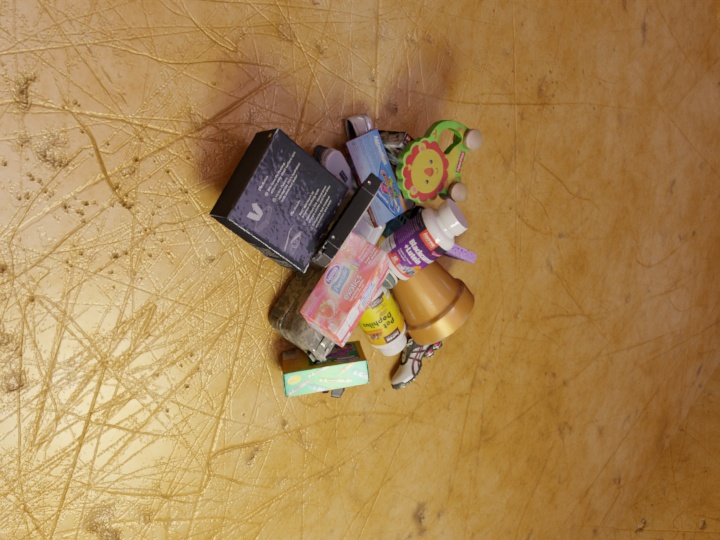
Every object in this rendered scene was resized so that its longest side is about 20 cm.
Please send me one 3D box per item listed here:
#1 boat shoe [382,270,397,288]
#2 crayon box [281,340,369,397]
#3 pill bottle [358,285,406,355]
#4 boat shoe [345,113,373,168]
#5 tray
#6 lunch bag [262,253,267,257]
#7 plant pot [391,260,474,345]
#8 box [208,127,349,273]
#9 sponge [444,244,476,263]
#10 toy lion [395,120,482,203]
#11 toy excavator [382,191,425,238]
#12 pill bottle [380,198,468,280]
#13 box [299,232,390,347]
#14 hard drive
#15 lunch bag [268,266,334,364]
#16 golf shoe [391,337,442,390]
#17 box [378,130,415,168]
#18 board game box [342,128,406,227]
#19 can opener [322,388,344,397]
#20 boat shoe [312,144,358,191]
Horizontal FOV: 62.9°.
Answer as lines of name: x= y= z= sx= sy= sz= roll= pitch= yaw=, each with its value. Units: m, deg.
boat shoe: x=0.000 y=0.000 z=1.371 sx=0.198 sy=0.072 sz=0.063 roll=33 pitch=65 yaw=-24
crayon box: x=-0.084 y=0.224 z=1.363 sx=0.194 sy=0.119 sz=0.060 roll=-8 pitch=107 yaw=-7
pill bottle: x=0.047 y=0.118 z=1.493 sx=0.109 sy=0.108 sz=0.203 roll=-42 pitch=122 yaw=-22
boat shoe: x=0.002 y=-0.264 z=1.394 sx=0.064 sy=0.071 sz=0.206 roll=-16 pitch=108 yaw=-32
tray: x=-0.016 y=-0.115 z=1.345 sx=0.199 sy=0.022 sz=0.109 roll=40 pitch=76 yaw=-38
lunch bag: x=-0.153 y=-0.134 z=1.296 sx=0.199 sy=0.082 sz=0.164 roll=-40 pitch=122 yaw=-24
plant pot: x=0.169 y=0.056 z=1.537 sx=0.200 sy=0.199 sz=0.185 roll=-44 pitch=108 yaw=-20
box: x=-0.160 y=-0.137 z=1.173 sx=0.199 sy=0.116 sz=0.200 roll=36 pitch=77 yaw=-32
sponge: x=0.210 y=-0.070 z=1.575 sx=0.197 sy=0.110 sz=0.031 roll=22 pitch=89 yaw=-39
toy lion: x=0.174 y=-0.253 z=1.368 sx=0.187 sy=0.068 sz=0.206 roll=14 pitch=96 yaw=-30
toy excavator: x=0.050 y=-0.117 z=1.459 sx=0.193 sy=0.099 sz=0.203 roll=36 pitch=86 yaw=-36
pill bottle: x=0.152 y=-0.076 z=1.386 sx=0.198 sy=0.113 sz=0.110 roll=-37 pitch=131 yaw=25
box: x=-0.029 y=0.040 z=1.229 sx=0.203 sy=0.093 sz=0.103 roll=-57 pitch=162 yaw=-14
hard drive: x=-0.033 y=-0.096 z=1.228 sx=0.037 sy=0.140 sz=0.202 roll=35 pitch=72 yaw=-6
lunch bag: x=-0.093 y=0.096 z=1.343 sx=0.139 sy=0.166 sz=0.202 roll=45 pitch=74 yaw=-35
golf shoe: x=0.138 y=0.238 z=1.629 sx=0.088 sy=0.077 sz=0.201 roll=48 pitch=68 yaw=-14
box: x=0.124 y=-0.270 z=1.445 sx=0.198 sy=0.136 sz=0.041 roll=34 pitch=82 yaw=-38
board game box: x=0.035 y=-0.214 z=1.361 sx=0.102 sy=0.019 sz=0.205 roll=-29 pitch=104 yaw=-32
can opener: x=-0.063 y=0.209 z=1.466 sx=0.076 sy=0.063 sz=0.206 roll=12 pitch=83 yaw=-12
boat shoe: x=-0.057 y=-0.213 z=1.363 sx=0.072 sy=0.067 sz=0.201 roll=-52 pitch=146 yaw=-11
